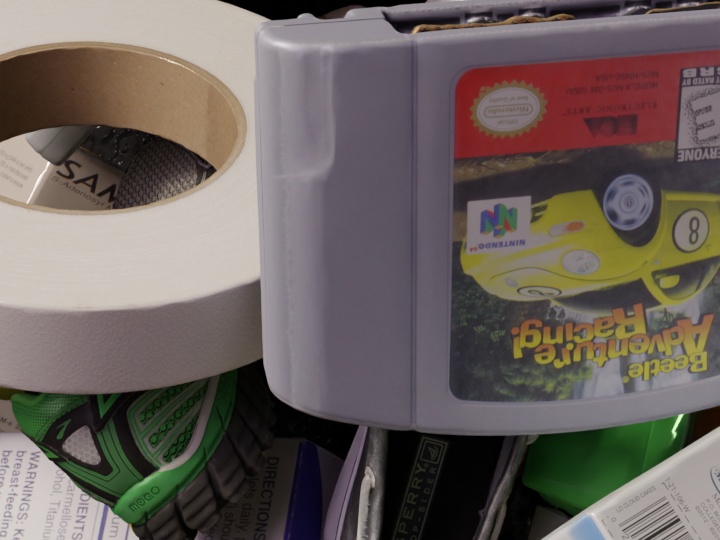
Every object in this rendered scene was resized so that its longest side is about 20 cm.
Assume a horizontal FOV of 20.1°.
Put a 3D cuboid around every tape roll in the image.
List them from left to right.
[{"bbox_3d":[-0.093,-0.036,0.693,0.203,0.203,0.037,42,141,38],"label":"tape roll"}]

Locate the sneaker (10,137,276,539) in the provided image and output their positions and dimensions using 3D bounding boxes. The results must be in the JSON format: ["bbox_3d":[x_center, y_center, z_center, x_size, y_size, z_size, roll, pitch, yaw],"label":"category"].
[{"bbox_3d":[-0.074,0.005,0.724,0.078,0.085,0.200,-37,27,21],"label":"sneaker"}]

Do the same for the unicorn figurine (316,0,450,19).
[{"bbox_3d":[0.043,-0.150,0.863,0.137,0.074,0.200,-18,77,19],"label":"unicorn figurine"}]

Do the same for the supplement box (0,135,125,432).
[{"bbox_3d":[-0.179,0.029,0.915,0.126,0.074,0.200,28,88,54],"label":"supplement box"}]

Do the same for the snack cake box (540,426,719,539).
[{"bbox_3d":[0.146,0.138,0.583,0.200,0.115,0.067,58,149,11],"label":"snack cake box"}]

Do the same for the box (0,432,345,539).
[{"bbox_3d":[-0.095,0.161,0.771,0.200,0.105,0.184,-1,69,29],"label":"box"}]

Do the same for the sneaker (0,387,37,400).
[{"bbox_3d":[-0.133,0.017,0.803,0.085,0.200,0.075,-8,75,15],"label":"sneaker"}]

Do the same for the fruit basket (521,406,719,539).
[{"bbox_3d":[0.165,0.048,0.696,0.200,0.094,0.185,9,76,20],"label":"fruit basket"}]

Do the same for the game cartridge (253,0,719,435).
[{"bbox_3d":[0.069,-0.017,0.609,0.200,0.133,0.041,-6,28,-11],"label":"game cartridge"}]

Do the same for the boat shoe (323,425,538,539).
[{"bbox_3d":[0.033,0.029,0.677,0.068,0.074,0.200,-133,62,-77],"label":"boat shoe"}]

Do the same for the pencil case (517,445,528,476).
[{"bbox_3d":[0.000,0.000,0.807,0.200,0.094,0.091,30,98,40],"label":"pencil case"}]

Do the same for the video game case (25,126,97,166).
[{"bbox_3d":[-0.065,-0.135,0.874,0.182,0.022,0.200,-45,11,11],"label":"video game case"}]
